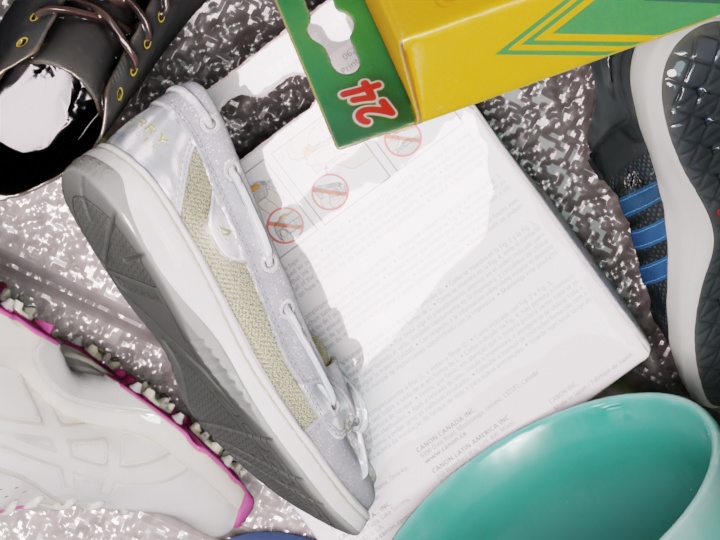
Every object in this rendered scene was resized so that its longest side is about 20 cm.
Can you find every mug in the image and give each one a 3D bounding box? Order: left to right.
[{"bbox_3d":[0.109,0.135,1.067,0.184,0.152,0.115,-17,116,32],"label":"mug"}]

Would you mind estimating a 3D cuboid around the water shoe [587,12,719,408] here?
[{"bbox_3d":[0.136,-0.035,1.123,0.071,0.079,0.201,-27,131,-18],"label":"water shoe"}]

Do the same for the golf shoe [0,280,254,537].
[{"bbox_3d":[-0.131,0.066,1.101,0.200,0.075,0.092,36,87,-31],"label":"golf shoe"}]

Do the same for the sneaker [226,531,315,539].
[{"bbox_3d":[0.018,0.181,1.157,0.199,0.078,0.070,31,100,-11],"label":"sneaker"}]

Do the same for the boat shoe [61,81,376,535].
[{"bbox_3d":[-0.041,0.021,1.062,0.065,0.074,0.202,-42,120,-18],"label":"boat shoe"}]

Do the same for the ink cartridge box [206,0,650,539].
[{"bbox_3d":[0.000,0.000,1.132,0.161,0.050,0.200,-36,99,5],"label":"ink cartridge box"}]

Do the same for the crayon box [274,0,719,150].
[{"bbox_3d":[0.062,-0.134,1.051,0.199,0.127,0.051,-21,141,-4],"label":"crayon box"}]

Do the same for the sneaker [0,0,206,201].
[{"bbox_3d":[-0.088,-0.113,1.063,0.075,0.106,0.201,28,99,-10],"label":"sneaker"}]
